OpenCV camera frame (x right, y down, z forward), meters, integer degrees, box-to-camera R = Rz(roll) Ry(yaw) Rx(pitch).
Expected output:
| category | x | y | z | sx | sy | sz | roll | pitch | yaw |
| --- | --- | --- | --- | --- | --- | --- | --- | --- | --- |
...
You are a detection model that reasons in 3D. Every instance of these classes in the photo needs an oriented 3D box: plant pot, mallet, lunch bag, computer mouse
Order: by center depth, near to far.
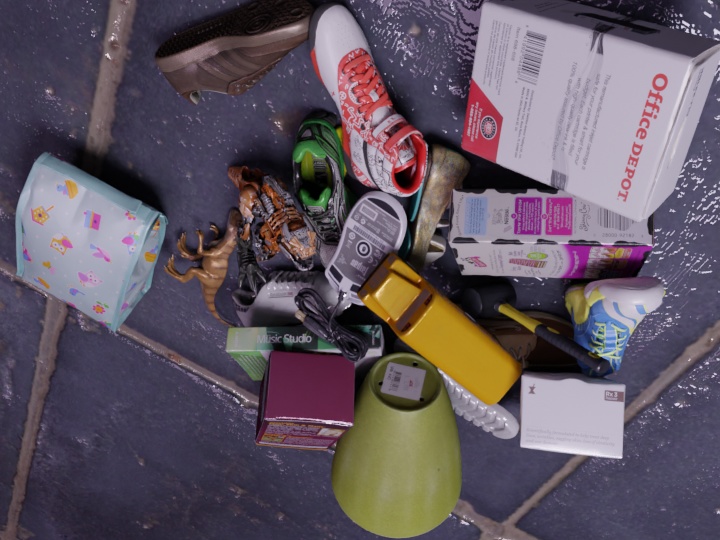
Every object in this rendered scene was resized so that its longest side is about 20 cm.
| category | x | y | z | sx | sy | sz | roll | pitch | yaw |
| --- | --- | --- | --- | --- | --- | --- | --- | --- | --- |
| mallet | 0.188 | 0.064 | 0.768 | 0.065 | 0.200 | 0.042 | -5 | 113 | -24 |
| computer mouse | 0.000 | 0.000 | 0.791 | 0.109 | 0.044 | 0.202 | 36 | 115 | 14 |
| plant pot | 0.051 | 0.210 | 0.892 | 0.183 | 0.189 | 0.202 | 10 | 133 | 10 |
| lunch bag | -0.351 | -0.047 | 0.899 | 0.168 | 0.123 | 0.201 | 28 | 132 | -3 |

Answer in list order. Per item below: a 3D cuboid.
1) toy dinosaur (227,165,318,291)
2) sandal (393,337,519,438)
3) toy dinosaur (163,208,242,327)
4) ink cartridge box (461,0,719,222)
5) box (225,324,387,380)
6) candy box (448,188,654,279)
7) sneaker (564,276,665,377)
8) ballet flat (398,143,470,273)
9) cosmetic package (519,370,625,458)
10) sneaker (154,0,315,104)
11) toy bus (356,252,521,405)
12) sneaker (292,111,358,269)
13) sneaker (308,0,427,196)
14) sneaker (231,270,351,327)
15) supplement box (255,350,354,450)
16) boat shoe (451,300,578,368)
| category | x | y | z | sx | sy | sz | roll | pitch | yaw |
| --- | --- | --- | --- | --- | --- | --- | --- | --- | --- |
| toy dinosaur | -0.101 | -0.063 | 0.793 | 0.100 | 0.202 | 0.137 | -7 | 133 | -8 |
| sandal | 0.131 | 0.152 | 0.931 | 0.202 | 0.050 | 0.083 | 38 | 152 | 5 |
| toy dinosaur | -0.207 | 0.006 | 0.927 | 0.105 | 0.061 | 0.202 | 22 | 127 | -1 |
| ink cartridge box | 0.203 | -0.156 | 0.629 | 0.199 | 0.083 | 0.146 | 31 | 133 | 33 |
| box | -0.064 | 0.111 | 0.908 | 0.196 | 0.037 | 0.145 | -3 | 156 | 4 |
| candy box | 0.199 | -0.037 | 0.733 | 0.196 | 0.062 | 0.136 | 1 | 165 | 14 |
| sneaker | 0.274 | 0.063 | 0.734 | 0.074 | 0.200 | 0.107 | -4 | 86 | 5 |
| ballet flat | 0.078 | -0.052 | 0.803 | 0.069 | 0.071 | 0.202 | 19 | 126 | 3 |
| cosmetic package | 0.245 | 0.164 | 0.812 | 0.111 | 0.200 | 0.083 | 3 | 85 | 16 |
| sneaker | -0.126 | -0.237 | 0.748 | 0.196 | 0.071 | 0.076 | -5 | 141 | 24 |
| toy bus | 0.089 | 0.067 | 0.761 | 0.199 | 0.078 | 0.065 | 39 | 97 | -29 |
| sneaker | -0.046 | -0.076 | 0.808 | 0.077 | 0.086 | 0.203 | -3 | 123 | 18 |
| sneaker | 0.015 | -0.171 | 0.706 | 0.107 | 0.067 | 0.204 | 32 | 146 | 46 |
| sneaker | -0.086 | 0.035 | 0.906 | 0.198 | 0.077 | 0.081 | -23 | 105 | 27 |
| supplement box | -0.077 | 0.176 | 0.903 | 0.108 | 0.087 | 0.200 | 6 | 156 | -10 |
| boat shoe | 0.182 | 0.096 | 0.862 | 0.196 | 0.074 | 0.077 | 7 | 126 | 12 |
